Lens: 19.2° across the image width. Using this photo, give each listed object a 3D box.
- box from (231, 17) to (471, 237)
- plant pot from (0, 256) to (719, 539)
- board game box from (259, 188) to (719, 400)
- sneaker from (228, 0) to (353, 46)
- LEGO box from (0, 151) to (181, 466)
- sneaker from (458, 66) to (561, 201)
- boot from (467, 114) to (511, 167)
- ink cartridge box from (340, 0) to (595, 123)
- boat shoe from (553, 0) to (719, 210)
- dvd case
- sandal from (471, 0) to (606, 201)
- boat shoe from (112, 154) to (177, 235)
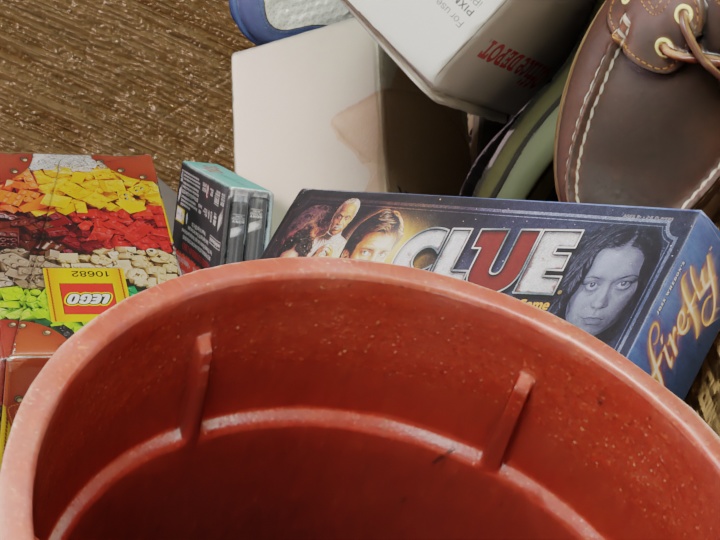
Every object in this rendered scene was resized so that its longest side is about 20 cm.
[{"bbox_3d":[0.000,0.000,0.927,0.095,0.078,0.200,30,-129,-57],"label":"box"},{"bbox_3d":[-0.010,0.135,0.569,0.201,0.201,0.195,-75,2,-52],"label":"plant pot"},{"bbox_3d":[0.021,0.038,0.736,0.200,0.035,0.136,5,58,48],"label":"board game box"},{"bbox_3d":[0.029,-0.163,0.927,0.200,0.075,0.088,-38,26,2],"label":"sneaker"},{"bbox_3d":[-0.125,0.071,0.899,0.149,0.077,0.200,-110,25,-52],"label":"LEGO box"},{"bbox_3d":[0.100,-0.064,0.914,0.200,0.074,0.081,-66,-13,7],"label":"sneaker"},{"bbox_3d":[0.063,-0.038,1.071,0.200,0.073,0.151,-82,15,-48],"label":"boot"},{"bbox_3d":[0.082,-0.159,0.800,0.200,0.083,0.145,-47,-12,11],"label":"ink cartridge box"},{"bbox_3d":[0.124,-0.094,0.729,0.070,0.070,0.200,-77,11,-78],"label":"boat shoe"},{"bbox_3d":[-0.067,0.058,0.894,0.146,0.022,0.200,-153,69,-76],"label":"dvd case"},{"bbox_3d":[0.115,-0.081,0.820,0.201,0.057,0.080,-56,-15,26],"label":"sandal"},{"bbox_3d":[-0.091,0.042,1.009,0.093,0.200,0.075,-43,-27,13],"label":"boat shoe"}]
